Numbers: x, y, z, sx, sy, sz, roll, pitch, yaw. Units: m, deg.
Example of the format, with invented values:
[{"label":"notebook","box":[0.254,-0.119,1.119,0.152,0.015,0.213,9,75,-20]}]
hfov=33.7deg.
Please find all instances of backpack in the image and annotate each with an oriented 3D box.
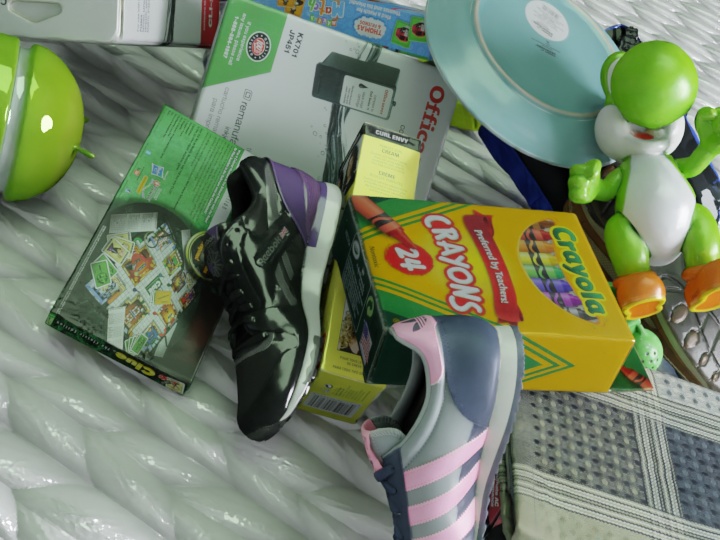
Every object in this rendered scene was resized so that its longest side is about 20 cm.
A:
[{"label":"backpack","box":[0.220,-0.085,1.050,0.201,0.162,0.168,58,-1,9]}]

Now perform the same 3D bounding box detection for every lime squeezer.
[{"label":"lime squeezer","box":[0.199,0.041,0.913,0.201,0.037,0.071,59,9,5]}]

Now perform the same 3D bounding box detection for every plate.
[{"label":"plate","box":[0.141,-0.168,0.926,0.198,0.026,0.202,15,53,-20]}]

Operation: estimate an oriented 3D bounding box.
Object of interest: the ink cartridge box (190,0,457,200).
[{"label":"ink cartridge box","box":[-0.034,-0.116,0.954,0.198,0.148,0.083,17,1,-12]}]

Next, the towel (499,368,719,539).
[{"label":"towel","box":[0.173,0.128,0.769,0.198,0.035,0.194,20,38,-12]}]

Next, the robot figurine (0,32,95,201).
[{"label":"robot figurine","box":[-0.286,-0.115,0.835,0.198,0.117,0.176,11,26,-20]}]

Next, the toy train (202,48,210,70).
[{"label":"toy train","box":[-0.044,-0.161,1.079,0.198,0.086,0.115,5,50,-27]}]

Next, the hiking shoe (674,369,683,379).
[{"label":"hiking shoe","box":[0.302,0.052,1.037,0.086,0.075,0.199,34,25,24]}]

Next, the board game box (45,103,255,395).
[{"label":"board game box","box":[-0.131,-0.020,0.831,0.104,0.023,0.201,28,52,-9]}]

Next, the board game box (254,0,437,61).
[{"label":"board game box","box":[0.017,-0.214,1.026,0.198,0.037,0.151,22,17,30]}]

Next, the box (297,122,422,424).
[{"label":"box","box":[0.000,0.000,0.843,0.050,0.075,0.202,15,61,-11]}]

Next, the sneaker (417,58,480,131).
[{"label":"sneaker","box":[0.140,-0.183,1.240,0.197,0.075,0.084,7,14,-20]}]

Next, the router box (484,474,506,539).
[{"label":"router box","box":[0.123,0.103,0.857,0.148,0.063,0.201,7,40,-27]}]

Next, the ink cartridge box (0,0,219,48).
[{"label":"ink cartridge box","box":[-0.213,-0.225,0.955,0.142,0.085,0.200,6,11,13]}]

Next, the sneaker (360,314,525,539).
[{"label":"sneaker","box":[0.032,0.122,0.685,0.081,0.203,0.070,12,3,-12]}]

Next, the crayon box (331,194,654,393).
[{"label":"crayon box","box":[0.091,0.015,0.771,0.197,0.051,0.128,4,41,-18]}]

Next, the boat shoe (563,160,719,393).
[{"label":"boat shoe","box":[0.229,0.009,0.934,0.075,0.074,0.201,-28,84,-27]}]

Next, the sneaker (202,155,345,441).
[{"label":"sneaker","box":[-0.074,0.014,0.799,0.087,0.076,0.202,24,53,-24]}]

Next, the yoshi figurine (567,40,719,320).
[{"label":"yoshi figurine","box":[0.207,-0.075,0.834,0.112,0.111,0.203,10,65,-40]}]
